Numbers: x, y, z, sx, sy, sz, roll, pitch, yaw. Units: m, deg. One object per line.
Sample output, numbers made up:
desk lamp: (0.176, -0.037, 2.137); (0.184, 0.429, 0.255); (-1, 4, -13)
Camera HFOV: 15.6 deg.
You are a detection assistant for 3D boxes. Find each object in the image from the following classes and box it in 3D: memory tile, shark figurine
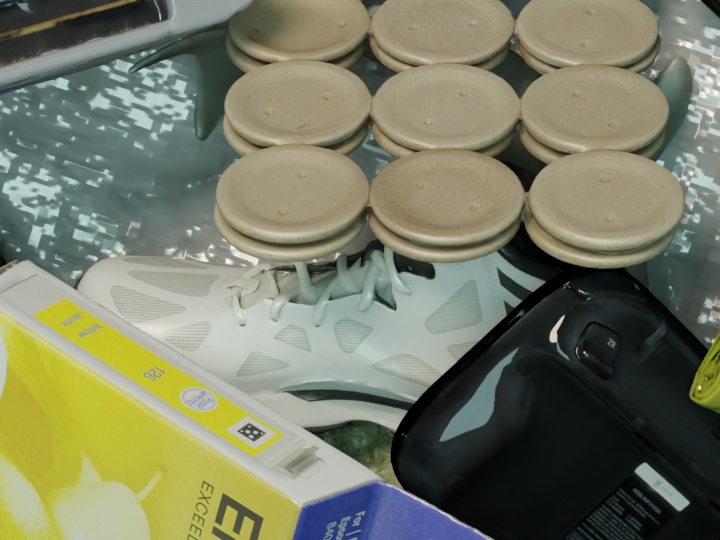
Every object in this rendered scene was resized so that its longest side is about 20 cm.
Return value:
memory tile: (0.029, -0.065, 0.899); (0.153, 0.200, 0.017); (1, 129, 2)
shark figurine: (0.036, -0.054, 0.945); (0.214, 0.090, 0.128); (34, 96, -2)

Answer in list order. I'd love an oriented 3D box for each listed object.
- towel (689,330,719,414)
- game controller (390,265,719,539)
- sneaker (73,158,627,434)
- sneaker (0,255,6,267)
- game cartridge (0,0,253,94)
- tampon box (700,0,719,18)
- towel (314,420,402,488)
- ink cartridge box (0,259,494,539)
towel: (0.201, 0.038, 0.919); (0.200, 0.018, 0.086); (24, 103, -37)
game controller: (0.093, 0.075, 0.913); (0.104, 0.042, 0.200); (-37, 134, 12)
sneaker: (0.000, 0.000, 0.916); (0.200, 0.076, 0.115); (11, 128, 1)
sneaker: (-0.205, 0.048, 0.980); (0.099, 0.071, 0.200); (45, 93, 4)
game cartridge: (-0.147, -0.071, 0.892); (0.200, 0.133, 0.042); (-20, 91, -30)
tampon box: (0.199, -0.100, 0.868); (0.150, 0.200, 0.126); (42, 97, -2)
towel: (0.012, 0.139, 0.992); (0.148, 0.036, 0.200); (24, 98, 2)
ink cartridge box: (-0.066, 0.125, 0.921); (0.200, 0.047, 0.198); (31, 127, 23)
